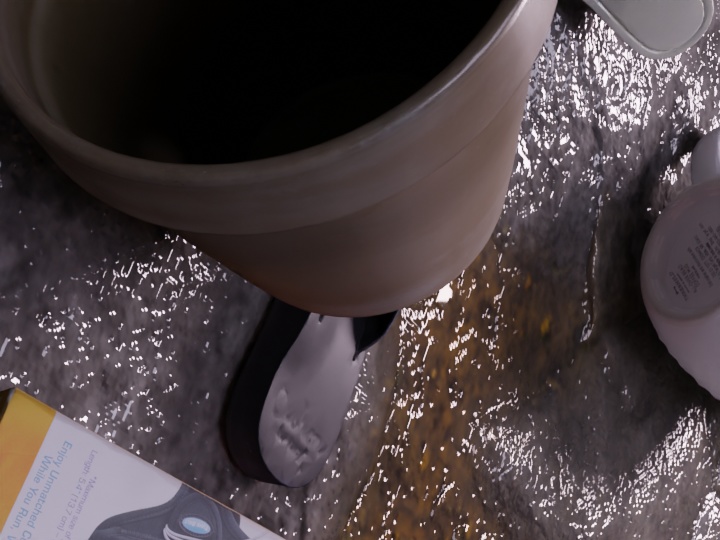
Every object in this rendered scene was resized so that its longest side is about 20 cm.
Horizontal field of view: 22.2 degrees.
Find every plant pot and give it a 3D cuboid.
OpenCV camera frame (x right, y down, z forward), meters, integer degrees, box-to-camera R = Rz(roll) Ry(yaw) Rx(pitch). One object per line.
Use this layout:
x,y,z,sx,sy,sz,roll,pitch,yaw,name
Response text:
-0.016,-0.074,0.672,0.174,0.199,0.201,63,43,-58,plant pot

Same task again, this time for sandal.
0.000,0.001,0.803,0.076,0.043,0.201,37,64,-50,sandal

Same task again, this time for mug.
0.250,-0.001,1.085,0.175,0.148,0.201,25,41,-35,mug

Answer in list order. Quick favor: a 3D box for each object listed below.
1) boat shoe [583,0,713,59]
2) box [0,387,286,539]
0.115,-0.188,0.949,0.200,0.073,0.062,42,17,-41,boat shoe
-0.072,0.142,0.655,0.200,0.041,0.119,34,64,-25,box
